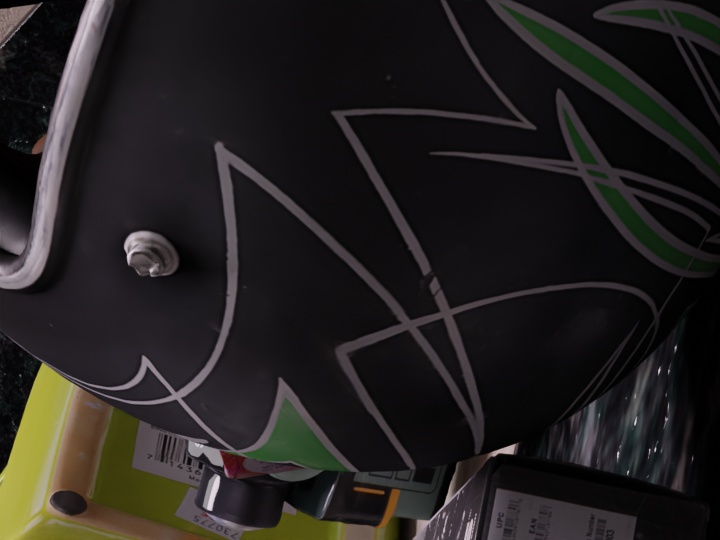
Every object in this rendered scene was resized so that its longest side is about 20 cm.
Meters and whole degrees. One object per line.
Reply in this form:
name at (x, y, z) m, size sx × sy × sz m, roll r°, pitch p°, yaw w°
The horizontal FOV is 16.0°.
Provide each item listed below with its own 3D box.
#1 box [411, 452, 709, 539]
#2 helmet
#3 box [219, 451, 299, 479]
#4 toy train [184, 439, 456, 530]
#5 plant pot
box at (0.021, 0.151, 0.558) m, size 0.158 × 0.048 × 0.200 m, roll 119°, pitch 163°, yaw -76°
helmet at (-0.006, -0.051, 0.521) m, size 0.200 × 0.191 × 0.200 m, roll -23°, pitch -57°, yaw -40°
box at (-0.012, -0.048, 0.800) m, size 0.096 × 0.100 × 0.200 m, roll 80°, pitch -179°, yaw -64°
toy train at (0.000, 0.000, 0.922) m, size 0.085 × 0.114 × 0.200 m, roll 19°, pitch 94°, yaw 47°
plant pot at (-0.084, 0.152, 1.106) m, size 0.199 × 0.200 × 0.182 m, roll -83°, pitch 12°, yaw -61°
